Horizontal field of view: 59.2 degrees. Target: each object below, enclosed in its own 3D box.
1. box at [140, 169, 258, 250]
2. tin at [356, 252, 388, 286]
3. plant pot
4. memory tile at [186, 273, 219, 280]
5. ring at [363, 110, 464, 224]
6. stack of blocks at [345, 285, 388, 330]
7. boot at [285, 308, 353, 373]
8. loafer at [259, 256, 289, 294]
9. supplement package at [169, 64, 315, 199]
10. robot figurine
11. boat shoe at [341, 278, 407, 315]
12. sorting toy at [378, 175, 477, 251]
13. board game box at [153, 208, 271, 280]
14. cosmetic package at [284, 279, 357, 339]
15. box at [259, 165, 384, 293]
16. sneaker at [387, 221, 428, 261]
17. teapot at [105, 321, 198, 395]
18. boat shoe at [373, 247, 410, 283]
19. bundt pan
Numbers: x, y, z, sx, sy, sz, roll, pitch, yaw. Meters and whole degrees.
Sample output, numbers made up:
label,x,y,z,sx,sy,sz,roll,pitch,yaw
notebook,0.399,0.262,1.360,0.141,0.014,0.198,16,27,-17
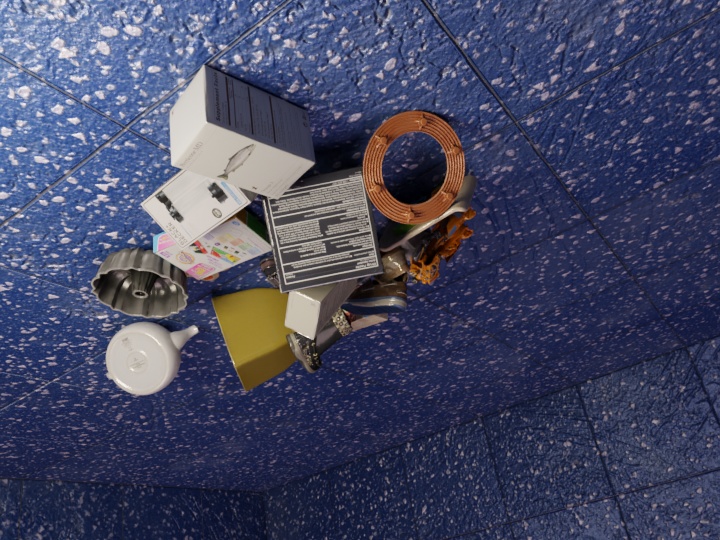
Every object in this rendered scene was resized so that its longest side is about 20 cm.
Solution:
label,x,y,z,sx,sy,sz,roll,pitch,yaw
box,-0.282,-0.132,1.126,0.199,0.060,0.117,-26,112,32
tin,0.000,0.000,1.493,0.199,0.042,0.112,-34,173,4
plant pot,-0.242,0.158,1.611,0.198,0.197,0.195,-20,154,-11
memory tile,-0.337,-0.034,1.397,0.199,0.017,0.153,-32,145,34
ring,0.100,-0.183,1.137,0.198,0.202,0.019,-2,-167,-18
stack of blocks,-0.025,0.088,1.599,0.199,0.116,0.058,-21,152,39
boot,-0.084,0.173,1.541,0.153,0.074,0.204,-29,153,-1
loafer,-0.166,0.027,1.523,0.071,0.063,0.200,-24,150,21
supplement package,-0.189,-0.214,1.015,0.199,0.118,0.117,14,144,-39
robot figurine,0.177,-0.054,1.395,0.200,0.058,0.145,-49,155,-22
boat shoe,0.028,0.060,1.467,0.199,0.073,0.072,-2,154,36
sorting toy,0.135,-0.124,1.285,0.199,0.185,0.037,-26,107,28
board game box,-0.300,-0.057,1.310,0.198,0.041,0.153,-20,150,15
cosmetic package,-0.074,0.040,1.330,0.073,0.200,0.104,24,127,14
box,-0.071,-0.081,1.194,0.198,0.200,0.123,-10,-171,0
sneaker,0.114,-0.059,1.467,0.080,0.077,0.199,-19,151,31
teapot,-0.550,0.219,1.644,0.198,0.199,0.146,18,-170,2
boat shoe,0.075,0.009,1.477,0.071,0.065,0.200,-31,168,-9
bundt pan,-0.467,0.020,1.361,0.200,0.076,0.203,-1,146,-1
